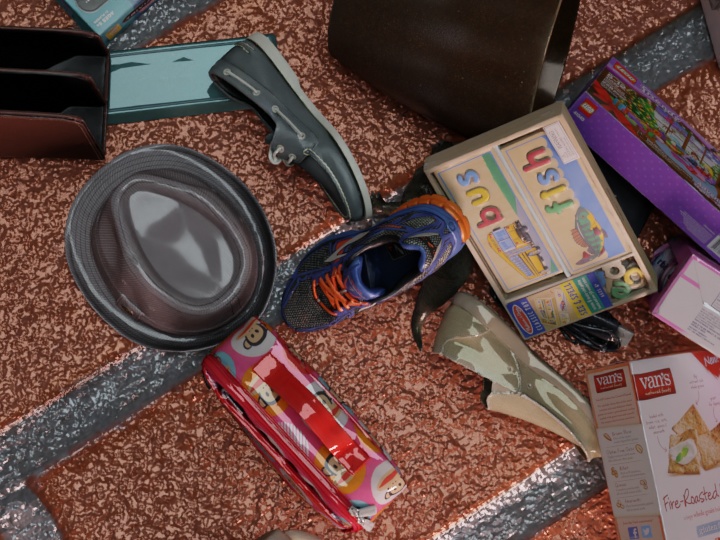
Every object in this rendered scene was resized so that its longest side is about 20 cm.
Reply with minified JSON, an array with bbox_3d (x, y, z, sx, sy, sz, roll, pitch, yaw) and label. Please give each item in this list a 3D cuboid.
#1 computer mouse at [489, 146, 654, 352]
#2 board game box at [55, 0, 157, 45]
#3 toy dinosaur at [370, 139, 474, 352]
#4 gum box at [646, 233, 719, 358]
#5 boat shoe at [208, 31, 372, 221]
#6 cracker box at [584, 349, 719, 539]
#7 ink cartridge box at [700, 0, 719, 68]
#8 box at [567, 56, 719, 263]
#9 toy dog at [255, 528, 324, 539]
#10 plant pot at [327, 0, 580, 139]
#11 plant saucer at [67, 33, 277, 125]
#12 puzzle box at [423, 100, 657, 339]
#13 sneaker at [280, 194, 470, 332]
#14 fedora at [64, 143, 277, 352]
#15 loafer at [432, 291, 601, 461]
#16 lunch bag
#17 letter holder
[{"bbox_3d":[0.219,-0.036,1.403,0.138,0.053,0.200,26,80,-2],"label":"computer mouse"},{"bbox_3d":[-0.250,-0.328,1.394,0.151,0.047,0.200,-43,88,-10],"label":"board game box"},{"bbox_3d":[0.063,-0.031,1.373,0.102,0.077,0.200,-4,78,6],"label":"toy dinosaur"},{"bbox_3d":[0.348,0.048,1.367,0.200,0.114,0.066,33,102,-1],"label":"gum box"},{"bbox_3d":[-0.063,-0.118,1.356,0.062,0.073,0.200,-32,81,-17],"label":"boat shoe"},{"bbox_3d":[0.278,0.175,1.345,0.134,0.058,0.200,-5,80,-43],"label":"cracker box"},{"bbox_3d":[0.394,-0.306,1.449,0.146,0.085,0.200,-13,85,-8],"label":"ink cartridge box"},{"bbox_3d":[0.279,-0.101,1.382,0.200,0.137,0.039,42,118,0],"label":"box"},{"bbox_3d":[-0.081,0.334,1.287,0.194,0.140,0.200,-19,81,-46],"label":"toy dog"},{"bbox_3d":[0.079,-0.212,1.362,0.200,0.187,0.187,17,80,10],"label":"plant pot"},{"bbox_3d":[-0.171,-0.176,1.396,0.200,0.019,0.070,-7,82,-7],"label":"plant saucer"},{"bbox_3d":[0.157,-0.039,1.320,0.133,0.025,0.200,-22,119,22],"label":"puzzle box"},{"bbox_3d":[0.000,0.000,1.319,0.200,0.078,0.075,-33,98,33],"label":"sneaker"},{"bbox_3d":[-0.165,-0.024,1.336,0.177,0.090,0.200,-38,87,-11],"label":"fedora"},{"bbox_3d":[0.142,0.105,1.365,0.200,0.076,0.068,44,89,-1],"label":"loafer"},{"bbox_3d":[-0.047,0.130,1.285,0.082,0.176,0.200,-42,88,-11],"label":"lunch bag"},{"bbox_3d":[-0.326,-0.160,1.302,0.200,0.142,0.101,2,82,0],"label":"letter holder"}]
